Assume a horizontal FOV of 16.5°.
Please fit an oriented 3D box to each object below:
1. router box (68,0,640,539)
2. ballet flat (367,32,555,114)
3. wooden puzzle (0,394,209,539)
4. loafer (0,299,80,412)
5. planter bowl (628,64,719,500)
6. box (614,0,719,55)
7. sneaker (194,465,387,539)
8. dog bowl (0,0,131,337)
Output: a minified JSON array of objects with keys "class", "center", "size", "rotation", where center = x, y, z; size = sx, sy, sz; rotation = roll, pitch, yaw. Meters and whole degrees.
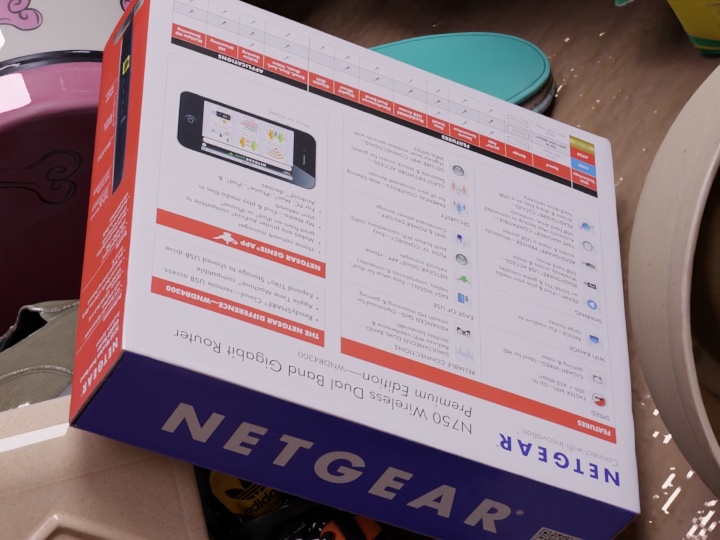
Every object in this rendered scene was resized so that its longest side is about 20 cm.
[{"class":"router box","center":[0.000,0.000,0.898],"size":[0.049,0.199,0.180],"rotation":[-51,28,43]},{"class":"ballet flat","center":[-0.009,-0.047,1.017],"size":[0.199,0.074,0.074],"rotation":[-15,33,-30]},{"class":"wooden puzzle","center":[-0.133,0.154,0.843],"size":[0.185,0.201,0.046],"rotation":[-14,0,-18]},{"class":"loafer","center":[-0.105,0.032,0.966],"size":[0.069,0.200,0.075],"rotation":[25,111,10]},{"class":"planter bowl","center":[0.170,0.000,0.802],"size":[0.200,0.200,0.135],"rotation":[-45,16,-7]},{"class":"box","center":[0.205,-0.146,0.989],"size":[0.199,0.048,0.118],"rotation":[0,56,32]},{"class":"sneaker","center":[-0.023,0.104,0.897],"size":[0.070,0.090,0.200],"rotation":[-35,42,3]},{"class":"dog bowl","center":[-0.146,-0.032,1.031],"size":[0.200,0.200,0.074],"rotation":[-34,55,5]}]
